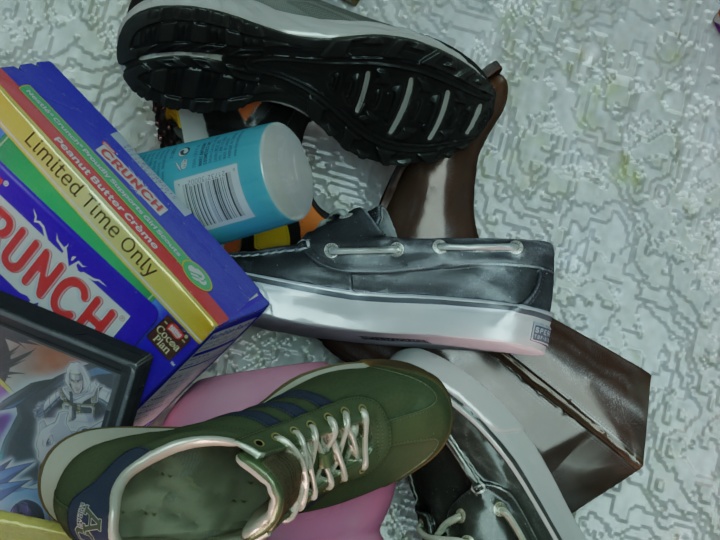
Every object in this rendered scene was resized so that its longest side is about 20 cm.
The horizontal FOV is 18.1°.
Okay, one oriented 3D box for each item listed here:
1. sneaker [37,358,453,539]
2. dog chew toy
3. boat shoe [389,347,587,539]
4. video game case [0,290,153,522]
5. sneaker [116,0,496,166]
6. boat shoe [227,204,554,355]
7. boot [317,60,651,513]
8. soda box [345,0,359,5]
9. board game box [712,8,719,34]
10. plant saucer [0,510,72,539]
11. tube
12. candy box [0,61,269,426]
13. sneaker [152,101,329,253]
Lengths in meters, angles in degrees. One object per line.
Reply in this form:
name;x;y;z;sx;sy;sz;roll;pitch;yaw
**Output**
sneaker;-0.041;0.094;1.031;0.200;0.090;0.067;-11;105;-16
dog chew toy;-0.036;0.149;1.143;0.124;0.125;0.200;-8;86;-9
boat shoe;0.066;0.133;1.161;0.064;0.071;0.200;-39;97;-35
video game case;-0.216;0.087;1.096;0.200;0.026;0.181;22;107;12
sneaker;-0.025;-0.113;1.160;0.200;0.074;0.079;15;31;-13
boat shoe;0.000;0.000;1.152;0.200;0.072;0.068;5;82;14
boot;0.091;0.013;1.214;0.200;0.064;0.187;35;88;5
soda box;-0.072;-0.226;1.246;0.200;0.068;0.064;28;75;0
board game box;0.317;-0.153;1.262;0.200;0.105;0.103;-25;81;-13
plant saucer;-0.097;0.222;1.024;0.200;0.048;0.200;12;54;-9
tube;-0.122;-0.029;1.166;0.200;0.050;0.078;-13;72;27
candy box;-0.175;0.024;1.125;0.200;0.077;0.169;-44;85;19
sneaker;-0.065;-0.104;1.224;0.090;0.070;0.200;-7;82;-16
